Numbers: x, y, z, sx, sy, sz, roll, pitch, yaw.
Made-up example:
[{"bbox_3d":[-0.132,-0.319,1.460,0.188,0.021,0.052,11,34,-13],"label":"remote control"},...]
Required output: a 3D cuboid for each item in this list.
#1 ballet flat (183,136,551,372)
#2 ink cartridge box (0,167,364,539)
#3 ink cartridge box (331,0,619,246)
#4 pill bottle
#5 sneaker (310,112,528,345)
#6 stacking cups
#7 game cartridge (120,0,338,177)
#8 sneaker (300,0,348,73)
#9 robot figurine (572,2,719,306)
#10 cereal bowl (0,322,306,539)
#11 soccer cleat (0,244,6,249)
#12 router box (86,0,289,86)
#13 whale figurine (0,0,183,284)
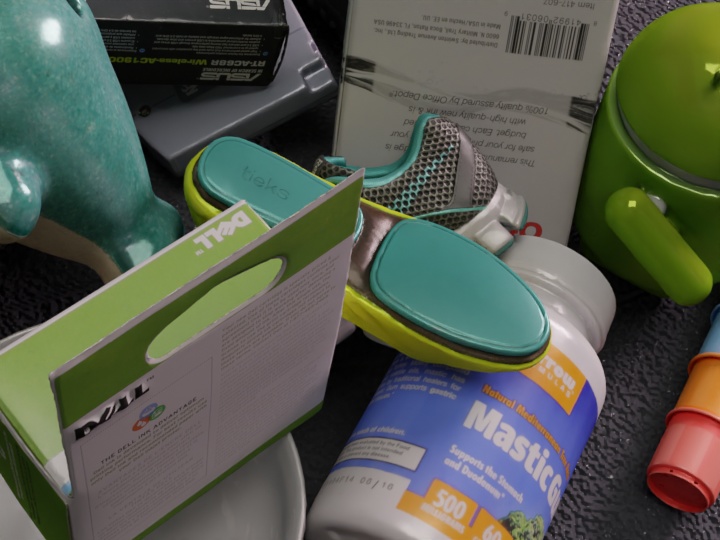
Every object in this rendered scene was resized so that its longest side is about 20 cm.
[{"bbox_3d":[0.000,0.000,0.645,0.199,0.067,0.067,28,54,5],"label":"ballet flat"},{"bbox_3d":[-0.082,0.028,0.541,0.147,0.201,0.076,-34,68,-26],"label":"ink cartridge box"},{"bbox_3d":[0.061,-0.116,0.742,0.145,0.201,0.085,6,28,-4],"label":"ink cartridge box"},{"bbox_3d":[0.062,0.080,0.678,0.111,0.112,0.201,27,59,9],"label":"pill bottle"},{"bbox_3d":[-0.012,-0.017,0.710,0.199,0.078,0.092,-30,103,2],"label":"sneaker"},{"bbox_3d":[0.227,0.051,0.753,0.060,0.061,0.201,27,61,9],"label":"stacking cups"},{"bbox_3d":[-0.112,-0.159,0.823,0.133,0.041,0.201,-25,64,-4],"label":"game cartridge"},{"bbox_3d":[-0.011,-0.159,0.840,0.199,0.073,0.113,20,84,26],"label":"sneaker"},{"bbox_3d":[0.187,-0.067,0.733,0.115,0.201,0.176,32,59,13],"label":"robot figurine"},{"bbox_3d":[-0.127,0.127,0.640,0.198,0.084,0.202,4,59,-6],"label":"cereal bowl"},{"bbox_3d":[-0.261,-0.022,0.722,0.085,0.069,0.200,39,66,4],"label":"soccer cleat"},{"bbox_3d":[-0.150,-0.185,0.746,0.198,0.062,0.151,-2,63,-18],"label":"router box"},{"bbox_3d":[-0.146,-0.069,0.623,0.200,0.104,0.159,45,19,-23],"label":"whale figurine"}]
